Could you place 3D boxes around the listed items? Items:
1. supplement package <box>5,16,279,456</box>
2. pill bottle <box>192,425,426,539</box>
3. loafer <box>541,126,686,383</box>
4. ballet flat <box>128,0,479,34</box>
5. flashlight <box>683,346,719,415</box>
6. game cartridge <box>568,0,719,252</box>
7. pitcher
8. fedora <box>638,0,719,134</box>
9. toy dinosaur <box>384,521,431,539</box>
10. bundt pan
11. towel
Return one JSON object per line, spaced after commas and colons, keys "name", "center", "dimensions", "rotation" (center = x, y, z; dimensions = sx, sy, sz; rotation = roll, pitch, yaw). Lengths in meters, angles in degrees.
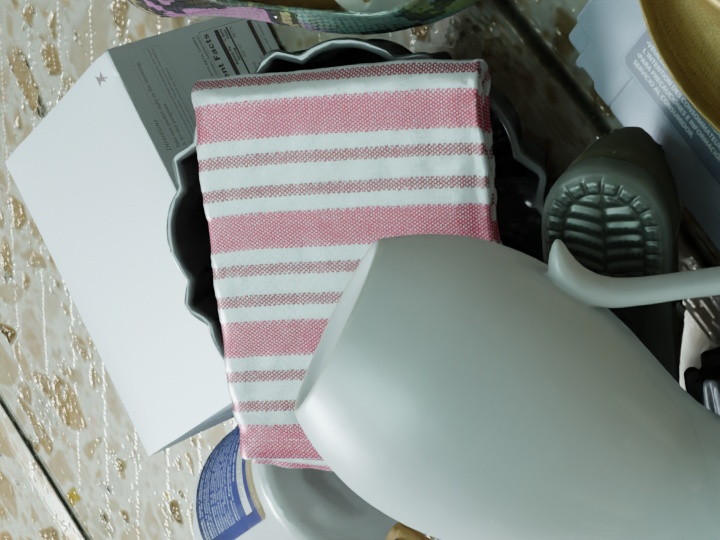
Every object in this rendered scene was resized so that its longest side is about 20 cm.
{"name": "supplement package", "center": [-0.091, -0.020, 1.062], "dimensions": [0.156, 0.111, 0.201], "rotation": [-34, 81, 52]}
{"name": "pill bottle", "center": [-0.032, 0.128, 1.053], "dimensions": [0.111, 0.111, 0.200], "rotation": [62, 154, 7]}
{"name": "loafer", "center": [0.119, 0.019, 0.837], "dimensions": [0.075, 0.070, 0.200], "rotation": [15, 135, 15]}
{"name": "ballet flat", "center": [-0.030, -0.148, 0.873], "dimensions": [0.199, 0.071, 0.069], "rotation": [2, 92, 10]}
{"name": "flashlight", "center": [0.193, 0.138, 0.834], "dimensions": [0.067, 0.068, 0.201], "rotation": [-6, 103, 32]}
{"name": "game cartridge", "center": [0.180, -0.066, 0.773], "dimensions": [0.200, 0.041, 0.133], "rotation": [55, 137, 16]}
{"name": "pitcher", "center": [0.089, 0.045, 0.756], "dimensions": [0.199, 0.121, 0.172], "rotation": [25, 110, -5]}
{"name": "fedora", "center": [0.170, -0.128, 0.676], "dimensions": [0.200, 0.082, 0.202], "rotation": [5, 98, 35]}
{"name": "toy dinosaur", "center": [0.046, 0.160, 0.834], "dimensions": [0.106, 0.060, 0.200], "rotation": [36, 144, 16]}
{"name": "bundt pan", "center": [0.008, -0.025, 0.921], "dimensions": [0.201, 0.076, 0.203], "rotation": [6, 111, 15]}
{"name": "towel", "center": [0.000, 0.000, 0.878], "dimensions": [0.146, 0.030, 0.201], "rotation": [-2, 106, 18]}
